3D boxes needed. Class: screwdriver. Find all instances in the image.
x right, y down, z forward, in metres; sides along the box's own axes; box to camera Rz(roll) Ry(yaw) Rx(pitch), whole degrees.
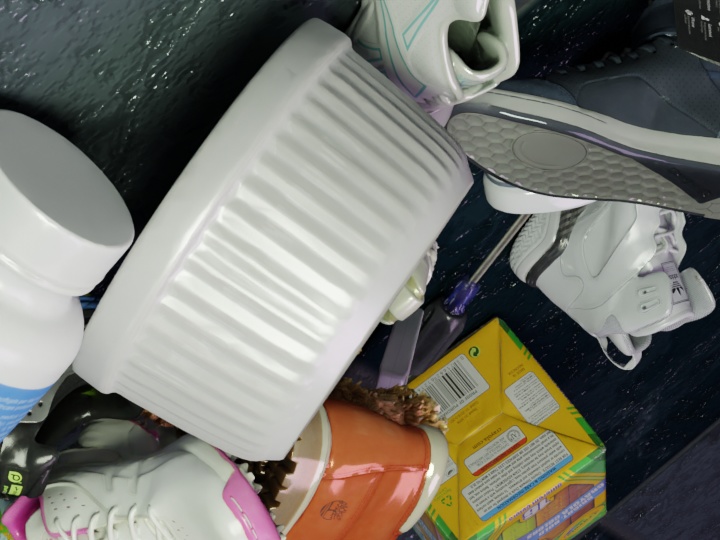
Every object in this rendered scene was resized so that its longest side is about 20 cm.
[{"bbox_3d":[0.079,-0.005,1.463,0.200,0.028,0.029,-54,-176,32],"label":"screwdriver"}]

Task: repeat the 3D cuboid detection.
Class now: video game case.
[{"bbox_3d":[0.003,0.134,1.422,0.143,0.018,0.200,-69,173,-74],"label":"video game case"}]

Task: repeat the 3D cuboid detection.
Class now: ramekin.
[{"bbox_3d":[-0.034,-0.007,1.079,0.200,0.105,0.200,-55,179,-1],"label":"ramekin"}]

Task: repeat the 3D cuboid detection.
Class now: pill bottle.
[{"bbox_3d":[-0.189,0.030,0.999,0.200,0.112,0.112,-45,157,19],"label":"pill bottle"}]

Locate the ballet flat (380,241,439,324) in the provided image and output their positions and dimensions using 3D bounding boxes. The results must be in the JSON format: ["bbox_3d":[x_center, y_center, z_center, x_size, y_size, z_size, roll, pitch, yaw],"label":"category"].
[{"bbox_3d":[0.000,0.000,1.296,0.072,0.072,0.200,-44,158,13],"label":"ballet flat"}]

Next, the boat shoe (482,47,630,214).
[{"bbox_3d":[0.157,-0.099,1.362,0.200,0.074,0.065,-27,125,-14],"label":"boat shoe"}]

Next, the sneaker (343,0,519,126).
[{"bbox_3d":[0.034,-0.105,1.128,0.070,0.080,0.200,-33,159,-18],"label":"sneaker"}]

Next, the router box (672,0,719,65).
[{"bbox_3d":[0.211,-0.202,1.160,0.150,0.062,0.200,-63,163,-13],"label":"router box"}]

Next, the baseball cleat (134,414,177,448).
[{"bbox_3d":[-0.065,0.108,1.339,0.106,0.070,0.200,-38,139,-7],"label":"baseball cleat"}]

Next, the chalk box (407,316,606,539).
[{"bbox_3d":[0.090,0.144,1.635,0.124,0.124,0.200,-35,158,-7],"label":"chalk box"}]

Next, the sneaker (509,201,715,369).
[{"bbox_3d":[0.189,-0.034,1.455,0.200,0.115,0.075,-50,156,26],"label":"sneaker"}]

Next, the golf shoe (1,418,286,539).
[{"bbox_3d":[-0.108,0.125,1.144,0.091,0.075,0.200,-35,-163,-24],"label":"golf shoe"}]

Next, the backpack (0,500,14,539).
[{"bbox_3d":[-0.181,0.220,1.262,0.147,0.200,0.183,-37,157,-4],"label":"backpack"}]

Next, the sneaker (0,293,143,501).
[{"bbox_3d":[-0.190,0.079,1.129,0.199,0.083,0.071,-26,159,-26],"label":"sneaker"}]

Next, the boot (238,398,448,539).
[{"bbox_3d":[-0.030,0.143,1.234,0.107,0.075,0.200,7,137,-29],"label":"boot"}]

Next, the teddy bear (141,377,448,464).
[{"bbox_3d":[-0.045,0.075,1.242,0.145,0.067,0.200,-21,134,19],"label":"teddy bear"}]

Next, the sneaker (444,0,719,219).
[{"bbox_3d":[0.140,-0.114,1.272,0.202,0.146,0.077,10,155,-16],"label":"sneaker"}]
